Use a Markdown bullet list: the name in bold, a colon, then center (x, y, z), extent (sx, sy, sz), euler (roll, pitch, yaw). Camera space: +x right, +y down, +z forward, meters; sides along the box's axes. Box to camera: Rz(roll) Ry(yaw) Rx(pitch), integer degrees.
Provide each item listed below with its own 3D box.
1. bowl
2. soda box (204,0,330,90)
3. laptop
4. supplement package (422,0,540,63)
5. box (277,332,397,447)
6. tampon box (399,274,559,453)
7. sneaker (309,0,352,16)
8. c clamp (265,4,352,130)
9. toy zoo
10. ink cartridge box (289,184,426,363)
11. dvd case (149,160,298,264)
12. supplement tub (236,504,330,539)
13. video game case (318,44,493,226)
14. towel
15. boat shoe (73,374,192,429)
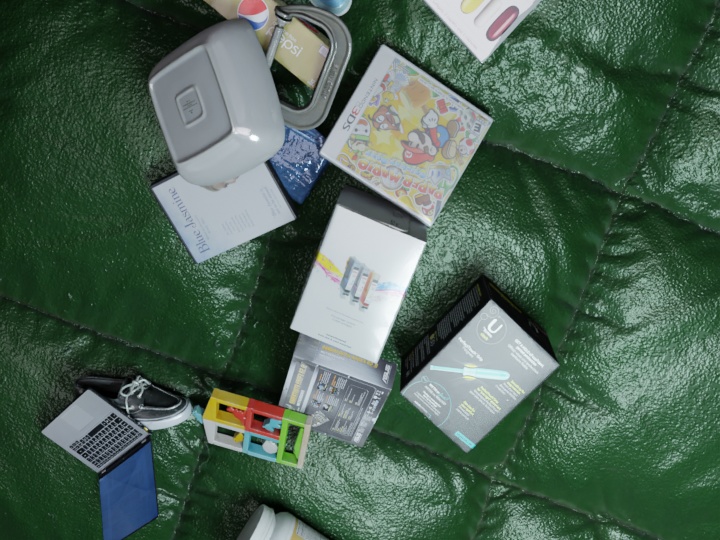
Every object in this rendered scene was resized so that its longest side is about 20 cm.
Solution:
- **bowl**: center (-0.211, -0.229, 1.171), extent (0.197, 0.074, 0.204), euler (-19, 89, 34)
- **soda box**: center (-0.122, -0.348, 1.199), extent (0.199, 0.068, 0.064), euler (39, 107, -8)
- **laptop**: center (-0.425, 0.323, 1.364), extent (0.199, 0.117, 0.186), euler (41, 128, -17)
- **supplement package**: center (0.129, -0.392, 1.122), extent (0.200, 0.156, 0.111), euler (44, 105, -9)
- **box**: center (-0.042, 0.189, 1.315), extent (0.155, 0.049, 0.202), euler (19, 141, 0)
- **tampon box**: center (0.177, 0.141, 1.294), extent (0.150, 0.127, 0.200), euler (42, 104, -9)
- **sneaker**: center (-0.073, -0.438, 1.136), extent (0.078, 0.131, 0.203), euler (-25, 104, 10)
- **c clamp**: center (-0.107, -0.282, 1.169), extent (0.169, 0.027, 0.202), euler (31, 120, -3)
- **toy zoo**: center (-0.180, 0.256, 1.378), extent (0.196, 0.021, 0.133), euler (16, 135, 1)
- **ink cartridge box**: center (0.000, 0.000, 1.255), extent (0.142, 0.146, 0.203), euler (22, 106, -3)
- **dvd case**: center (-0.208, -0.106, 1.278), extent (0.197, 0.018, 0.144), euler (-22, 110, 23)
- **supplement tub**: center (-0.114, 0.500, 1.415), extent (0.198, 0.145, 0.145), euler (34, 106, -7)
- **video game case**: center (0.067, -0.195, 1.229), extent (0.198, 0.023, 0.184), euler (32, 90, -7)
- **towel**: center (-0.140, -0.195, 1.257), extent (0.198, 0.049, 0.113), euler (33, 107, -6)
- **boat shoe**: center (-0.374, 0.206, 1.382), extent (0.195, 0.074, 0.069), euler (8, 122, 11)
